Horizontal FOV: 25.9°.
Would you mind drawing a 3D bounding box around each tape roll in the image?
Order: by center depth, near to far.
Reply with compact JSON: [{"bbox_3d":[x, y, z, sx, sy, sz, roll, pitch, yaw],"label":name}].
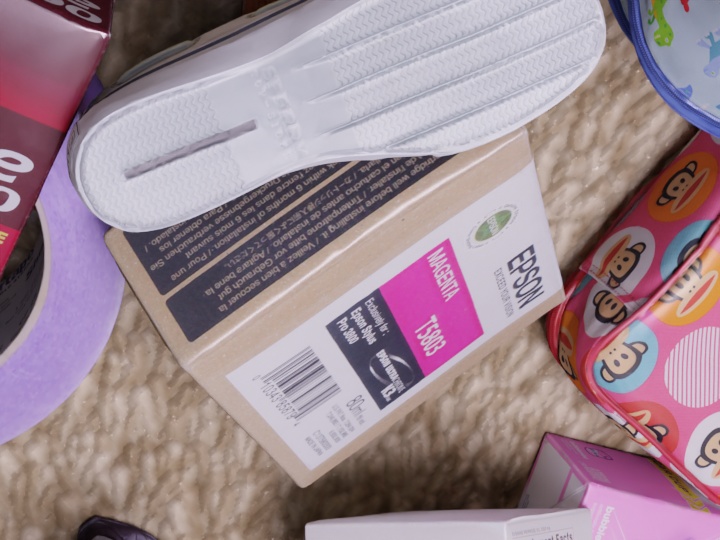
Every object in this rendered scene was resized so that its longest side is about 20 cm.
[{"bbox_3d":[-0.197,-0.024,0.658,0.197,0.085,0.203,-3,114,-7],"label":"tape roll"}]

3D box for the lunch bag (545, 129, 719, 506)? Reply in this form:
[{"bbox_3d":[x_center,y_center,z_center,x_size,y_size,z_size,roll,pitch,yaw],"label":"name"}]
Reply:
[{"bbox_3d":[0.213,0.018,0.810,0.176,0.082,0.200,41,93,-25],"label":"lunch bag"}]

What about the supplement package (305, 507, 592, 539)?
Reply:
[{"bbox_3d":[0.048,0.218,0.754,0.109,0.113,0.203,9,77,-60],"label":"supplement package"}]

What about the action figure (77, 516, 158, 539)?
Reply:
[{"bbox_3d":[-0.111,0.183,0.705,0.130,0.200,0.069,-46,115,3],"label":"action figure"}]

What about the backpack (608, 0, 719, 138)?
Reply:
[{"bbox_3d":[0.197,-0.150,0.690,0.181,0.147,0.203,9,73,-18],"label":"backpack"}]

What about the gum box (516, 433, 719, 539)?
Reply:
[{"bbox_3d":[0.126,0.203,0.854,0.112,0.066,0.202,15,104,-19],"label":"gum box"}]

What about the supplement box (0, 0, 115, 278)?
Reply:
[{"bbox_3d":[-0.179,-0.029,0.580,0.108,0.061,0.202,23,107,-17],"label":"supplement box"}]

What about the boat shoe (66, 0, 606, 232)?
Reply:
[{"bbox_3d":[-0.013,-0.077,0.570,0.197,0.067,0.074,-15,120,-5],"label":"boat shoe"}]

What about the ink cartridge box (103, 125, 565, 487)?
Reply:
[{"bbox_3d":[0.000,0.000,0.686,0.164,0.075,0.200,-34,156,-1],"label":"ink cartridge box"}]

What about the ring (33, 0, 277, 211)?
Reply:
[{"bbox_3d":[-0.117,-0.123,0.700,0.198,0.019,0.203,-5,110,-14],"label":"ring"}]
